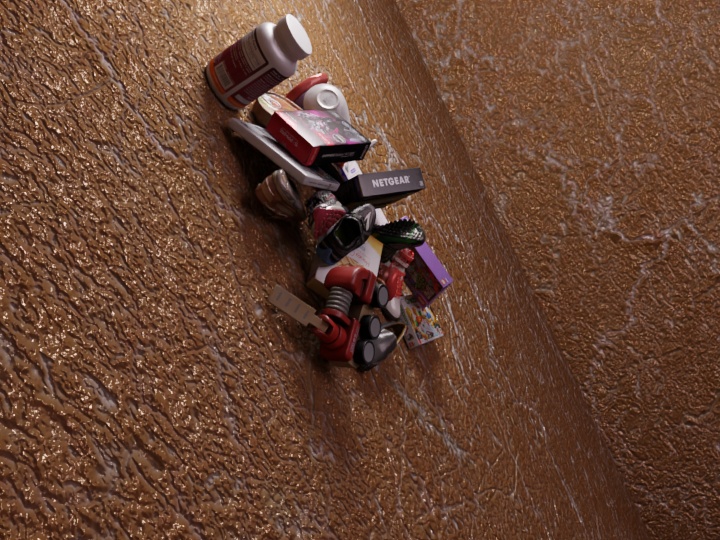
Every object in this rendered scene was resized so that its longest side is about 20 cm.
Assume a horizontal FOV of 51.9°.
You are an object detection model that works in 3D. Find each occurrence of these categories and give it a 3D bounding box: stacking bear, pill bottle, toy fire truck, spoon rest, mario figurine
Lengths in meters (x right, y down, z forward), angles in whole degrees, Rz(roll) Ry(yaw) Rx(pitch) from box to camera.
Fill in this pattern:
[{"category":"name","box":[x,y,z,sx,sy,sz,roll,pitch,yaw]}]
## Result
[{"category":"stacking bear","box":[-0.082,-0.335,1.716,0.113,0.121,0.201,-27,79,-47]},{"category":"pill bottle","box":[-0.198,-0.413,1.464,0.113,0.198,0.114,48,27,-34]},{"category":"toy fire truck","box":[-0.058,0.062,1.355,0.200,0.127,0.178,46,53,-49]},{"category":"spoon rest","box":[-0.047,-0.334,1.651,0.200,0.099,0.061,48,-20,9]},{"category":"mario figurine","box":[0.000,0.000,1.671,0.200,0.106,0.124,46,62,-16]}]

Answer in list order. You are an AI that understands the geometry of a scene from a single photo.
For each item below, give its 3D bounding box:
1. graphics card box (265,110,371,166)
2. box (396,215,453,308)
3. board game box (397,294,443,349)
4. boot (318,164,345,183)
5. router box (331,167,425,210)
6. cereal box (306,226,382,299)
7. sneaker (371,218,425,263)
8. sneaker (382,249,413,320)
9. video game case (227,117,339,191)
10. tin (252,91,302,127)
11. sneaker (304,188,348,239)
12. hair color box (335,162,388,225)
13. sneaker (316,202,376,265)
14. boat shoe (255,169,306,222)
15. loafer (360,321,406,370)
[{"category":"graphics card box","box":[-0.082,-0.273,1.512,0.125,0.051,0.199,43,31,22]},{"category":"box","box":[0.135,-0.018,1.842,0.039,0.137,0.201,-29,77,-27]},{"category":"board game box","box":[0.145,0.125,1.882,0.128,0.034,0.199,66,22,8]},{"category":"boot","box":[-0.105,-0.262,1.678,0.199,0.074,0.098,37,34,-41]},{"category":"router box","box":[0.025,-0.177,1.674,0.198,0.156,0.053,-13,85,-40]},{"category":"cereal box","box":[-0.029,-0.013,1.539,0.143,0.039,0.202,33,44,-23]},{"category":"sneaker","box":[0.071,-0.065,1.714,0.078,0.198,0.086,-45,120,-40]},{"category":"sneaker","box":[0.083,0.009,1.770,0.067,0.107,0.204,20,48,-59]},{"category":"video game case","box":[-0.149,-0.228,1.477,0.199,0.024,0.181,38,13,14]},{"category":"tin","box":[-0.143,-0.311,1.591,0.199,0.042,0.112,37,28,3]},{"category":"sneaker","box":[-0.078,-0.115,1.441,0.075,0.080,0.200,48,6,-5]},{"category":"hair color box","box":[-0.014,-0.177,1.811,0.202,0.064,0.109,63,22,-9]},{"category":"sneaker","box":[-0.014,-0.080,1.505,0.071,0.082,0.200,49,41,-5]},{"category":"boat shoe","box":[-0.156,-0.136,1.434,0.200,0.071,0.077,58,9,-72]},{"category":"loafer","box":[0.043,0.150,1.573,0.074,0.072,0.200,61,23,-8]}]
